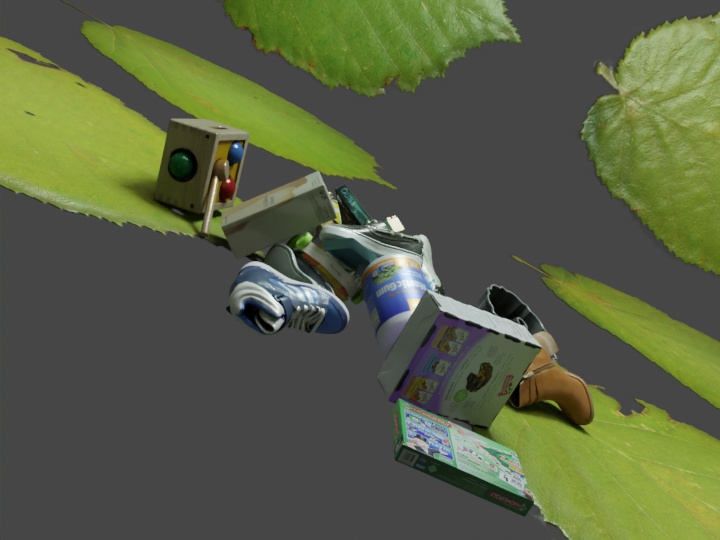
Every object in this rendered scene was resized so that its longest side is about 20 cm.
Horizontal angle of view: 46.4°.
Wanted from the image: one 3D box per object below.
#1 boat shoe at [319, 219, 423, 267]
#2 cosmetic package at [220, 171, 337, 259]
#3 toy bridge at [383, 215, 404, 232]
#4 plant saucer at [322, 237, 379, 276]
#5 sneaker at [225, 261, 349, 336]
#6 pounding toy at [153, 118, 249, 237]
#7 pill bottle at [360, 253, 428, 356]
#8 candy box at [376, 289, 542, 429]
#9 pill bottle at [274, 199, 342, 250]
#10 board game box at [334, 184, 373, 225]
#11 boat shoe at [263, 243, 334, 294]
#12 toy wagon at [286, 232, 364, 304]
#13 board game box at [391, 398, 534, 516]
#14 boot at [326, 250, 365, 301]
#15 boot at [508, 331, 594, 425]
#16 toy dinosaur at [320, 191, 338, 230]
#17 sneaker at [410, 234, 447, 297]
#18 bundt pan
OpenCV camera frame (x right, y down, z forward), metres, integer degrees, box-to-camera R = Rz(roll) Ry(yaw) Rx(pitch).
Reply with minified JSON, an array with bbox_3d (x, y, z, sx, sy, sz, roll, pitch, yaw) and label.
[{"bbox_3d":[0.021,-0.053,1.486,0.199,0.064,0.071,18,-23,-22],"label":"boat shoe"},{"bbox_3d":[-0.150,-0.102,1.530,0.105,0.199,0.071,-115,-178,-68],"label":"cosmetic package"},{"bbox_3d":[0.037,-0.050,1.698,0.027,0.200,0.067,-19,65,-25],"label":"toy bridge"},{"bbox_3d":[0.014,-0.006,1.491,0.070,0.019,0.200,-4,-28,36],"label":"plant saucer"},{"bbox_3d":[-0.110,0.073,1.285,0.200,0.081,0.147,29,25,-14],"label":"sneaker"},{"bbox_3d":[-0.296,-0.182,1.607,0.142,0.185,0.200,18,14,12],"label":"pounding toy"},{"bbox_3d":[0.074,0.078,1.416,0.112,0.112,0.200,17,39,-33],"label":"pill bottle"},{"bbox_3d":[0.153,0.142,1.308,0.200,0.168,0.072,20,20,-26],"label":"candy box"},{"bbox_3d":[-0.115,-0.095,1.710,0.112,0.113,0.200,35,17,24],"label":"pill bottle"},{"bbox_3d":[0.016,-0.058,1.633,0.200,0.028,0.135,55,-14,33],"label":"board game box"},{"bbox_3d":[-0.107,0.020,1.452,0.060,0.076,0.200,25,17,-39],"label":"boat shoe"},{"bbox_3d":[-0.072,-0.002,1.539,0.155,0.040,0.200,46,-13,-15],"label":"toy wagon"},{"bbox_3d":[0.139,0.259,1.178,0.200,0.029,0.135,25,15,-8],"label":"board game box"},{"bbox_3d":[0.000,0.000,1.579,0.096,0.074,0.200,51,1,18],"label":"boot"},{"bbox_3d":[0.337,0.218,1.534,0.155,0.077,0.200,-24,89,-45],"label":"boot"},{"bbox_3d":[-0.060,-0.074,1.615,0.101,0.058,0.200,57,12,-32],"label":"toy dinosaur"},{"bbox_3d":[0.118,0.023,1.612,0.072,0.072,0.200,46,26,-54],"label":"sneaker"},{"bbox_3d":[0.300,0.129,1.694,0.202,0.076,0.202,37,26,-21],"label":"bundt pan"}]
